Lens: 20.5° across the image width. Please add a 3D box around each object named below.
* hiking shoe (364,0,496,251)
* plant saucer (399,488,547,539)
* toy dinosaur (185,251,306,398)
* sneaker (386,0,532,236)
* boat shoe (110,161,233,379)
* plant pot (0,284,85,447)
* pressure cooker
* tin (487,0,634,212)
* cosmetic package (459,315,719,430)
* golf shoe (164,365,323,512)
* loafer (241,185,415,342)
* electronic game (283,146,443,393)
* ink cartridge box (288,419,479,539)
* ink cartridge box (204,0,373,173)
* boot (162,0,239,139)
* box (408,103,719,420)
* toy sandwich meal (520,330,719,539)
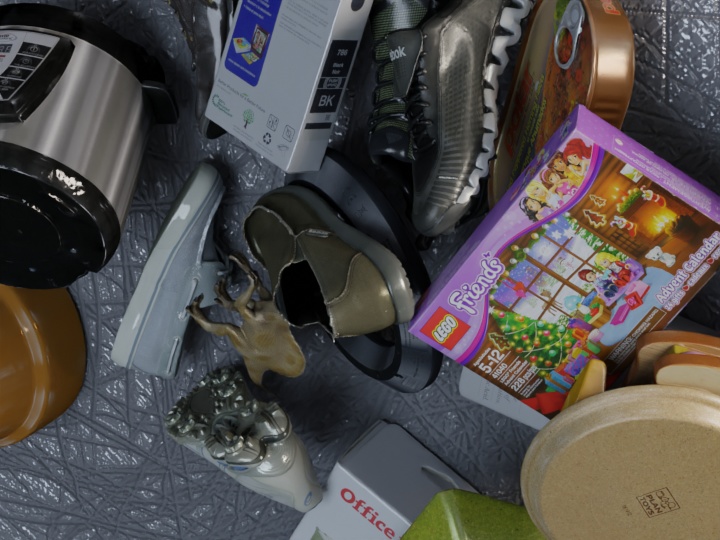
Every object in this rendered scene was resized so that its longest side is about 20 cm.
[{"bbox_3d":[0.043,-0.118,1.409,0.076,0.101,0.200,-9,107,32],"label":"hiking shoe"},{"bbox_3d":[0.101,0.263,1.506,0.199,0.048,0.200,17,127,-25],"label":"plant saucer"},{"bbox_3d":[-0.084,0.050,1.551,0.101,0.058,0.200,43,148,6],"label":"toy dinosaur"},{"bbox_3d":[0.052,-0.123,1.348,0.090,0.200,0.066,21,165,-21],"label":"sneaker"},{"bbox_3d":[-0.139,0.004,1.611,0.071,0.070,0.201,22,120,-7],"label":"boat shoe"},{"bbox_3d":[-0.369,0.081,1.707,0.200,0.183,0.201,13,118,26],"label":"plant pot"},{"bbox_3d":[-0.252,-0.108,1.542,0.176,0.200,0.179,30,142,-22],"label":"pressure cooker"},{"bbox_3d":[0.136,-0.101,1.364,0.112,0.042,0.200,-121,37,-48],"label":"tin"},{"bbox_3d":[0.179,0.075,1.433,0.200,0.074,0.102,23,122,23],"label":"cosmetic package"},{"bbox_3d":[-0.093,0.142,1.595,0.097,0.078,0.200,53,172,-23],"label":"golf shoe"},{"bbox_3d":[-0.039,-0.005,1.412,0.200,0.070,0.075,28,140,56],"label":"loafer"},{"bbox_3d":[0.000,0.000,1.483,0.200,0.042,0.200,49,154,34],"label":"electronic game"},{"bbox_3d":[0.014,0.243,1.607,0.144,0.085,0.200,38,125,11],"label":"ink cartridge box"},{"bbox_3d":[-0.043,-0.179,1.412,0.099,0.039,0.200,37,120,36],"label":"ink cartridge box"},{"bbox_3d":[-0.142,-0.218,1.510,0.174,0.069,0.200,28,120,25],"label":"boot"},{"bbox_3d":[0.143,0.002,1.333,0.137,0.039,0.200,32,123,-9],"label":"box"},{"bbox_3d":[0.204,0.129,1.351,0.205,0.070,0.205,4,130,5],"label":"toy sandwich meal"}]
